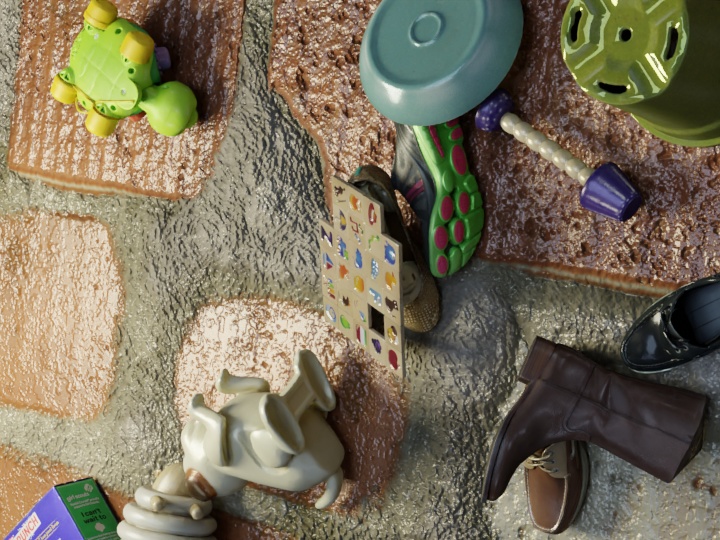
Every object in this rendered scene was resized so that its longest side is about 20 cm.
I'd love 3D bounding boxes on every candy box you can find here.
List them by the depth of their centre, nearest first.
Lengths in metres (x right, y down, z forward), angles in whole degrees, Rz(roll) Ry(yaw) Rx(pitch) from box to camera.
[{"bbox_3d":[-0.375,0.403,2.084,0.169,0.077,0.200,-45,69,29],"label":"candy box"}]

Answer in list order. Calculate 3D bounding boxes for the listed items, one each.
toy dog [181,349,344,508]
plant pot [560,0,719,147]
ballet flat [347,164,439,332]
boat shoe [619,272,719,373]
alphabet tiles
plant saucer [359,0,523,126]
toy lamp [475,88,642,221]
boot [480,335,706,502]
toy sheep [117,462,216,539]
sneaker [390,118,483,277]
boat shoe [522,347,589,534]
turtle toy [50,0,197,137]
[{"bbox_3d":[-0.125,0.202,1.880,0.200,0.140,0.194,-18,118,33],"label":"toy dog"},{"bbox_3d":[0.291,-0.220,1.517,0.200,0.184,0.201,2,93,35],"label":"plant pot"},{"bbox_3d":[0.029,-0.021,1.765,0.070,0.065,0.200,-25,89,16],"label":"ballet flat"},{"bbox_3d":[0.332,0.049,1.573,0.199,0.066,0.075,-26,78,33],"label":"boat shoe"},{"bbox_3d":[0.000,0.000,1.766,0.167,0.008,0.200,35,135,49],"label":"alphabet tiles"},{"bbox_3d":[0.078,-0.254,1.710,0.200,0.036,0.200,-12,64,27],"label":"plant saucer"},{"bbox_3d":[0.209,-0.118,1.660,0.200,0.058,0.058,40,114,30],"label":"toy lamp"},{"bbox_3d":[0.238,0.182,1.598,0.200,0.064,0.187,22,90,3],"label":"boot"},{"bbox_3d":[-0.239,0.334,1.951,0.138,0.138,0.200,13,88,34],"label":"toy sheep"},{"bbox_3d":[0.081,-0.092,1.751,0.084,0.077,0.200,-10,86,57],"label":"sneaker"},{"bbox_3d":[0.196,0.181,1.672,0.076,0.072,0.200,4,95,35],"label":"boat shoe"},{"bbox_3d":[-0.286,-0.238,1.972,0.200,0.101,0.146,42,115,25],"label":"turtle toy"}]
